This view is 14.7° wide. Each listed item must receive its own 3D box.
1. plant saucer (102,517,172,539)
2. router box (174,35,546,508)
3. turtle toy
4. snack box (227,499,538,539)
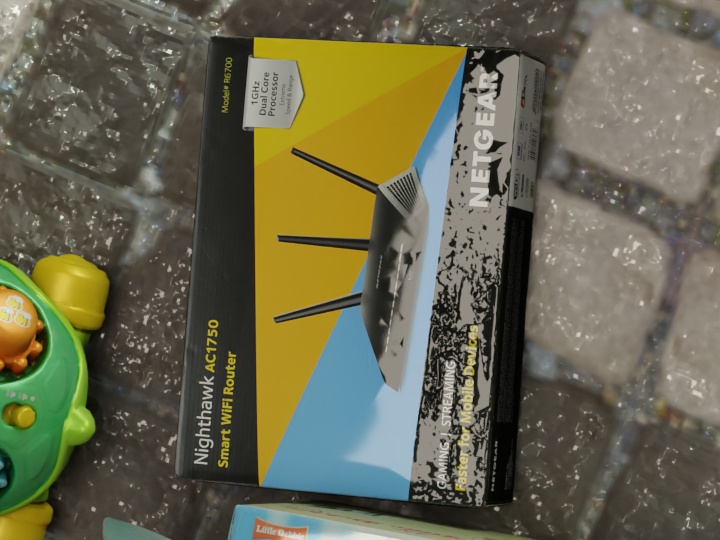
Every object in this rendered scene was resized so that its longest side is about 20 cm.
[{"bbox_3d":[-0.050,0.189,1.184,0.039,0.201,0.202,-26,80,1],"label":"plant saucer"},{"bbox_3d":[0.000,0.000,1.250,0.148,0.051,0.201,4,88,18],"label":"router box"},{"bbox_3d":[-0.214,0.048,1.286,0.199,0.101,0.147,15,91,17],"label":"turtle toy"},{"bbox_3d":[0.053,0.132,1.194,0.199,0.116,0.037,9,89,17],"label":"snack box"}]
